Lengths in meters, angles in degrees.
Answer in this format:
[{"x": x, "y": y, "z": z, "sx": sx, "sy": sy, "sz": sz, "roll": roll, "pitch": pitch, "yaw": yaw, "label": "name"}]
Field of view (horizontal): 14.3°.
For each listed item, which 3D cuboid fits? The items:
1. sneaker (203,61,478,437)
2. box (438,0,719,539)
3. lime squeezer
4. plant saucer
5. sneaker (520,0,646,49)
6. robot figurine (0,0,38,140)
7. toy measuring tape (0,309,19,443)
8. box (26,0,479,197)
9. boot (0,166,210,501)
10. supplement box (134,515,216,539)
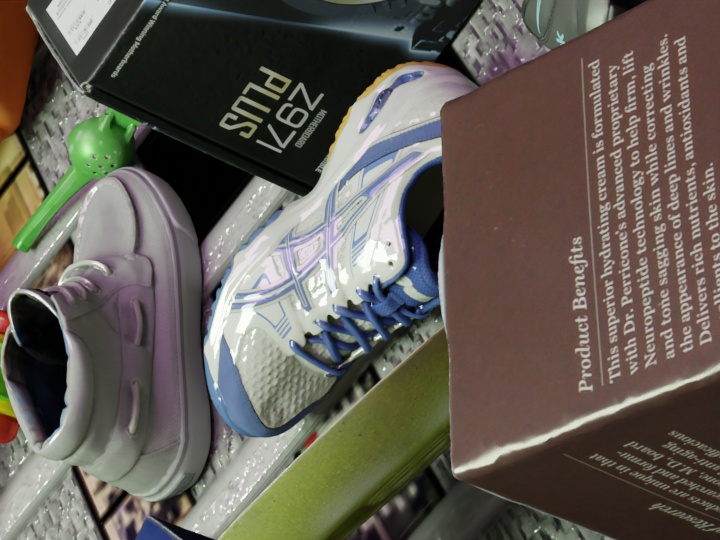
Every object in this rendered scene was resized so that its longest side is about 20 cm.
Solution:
[{"x": 0.000, "y": 0.000, "z": 1.328, "sx": 0.200, "sy": 0.075, "sz": 0.088, "roll": -59, "pitch": 40, "yaw": 10, "label": "sneaker"}, {"x": 0.156, "y": -0.002, "z": 1.082, "sx": 0.200, "sy": 0.164, "sz": 0.166, "roll": -25, "pitch": 55, "yaw": 40, "label": "box"}, {"x": -0.131, "y": -0.091, "z": 1.562, "sx": 0.200, "sy": 0.038, "sz": 0.071, "roll": -64, "pitch": 8, "yaw": 5, "label": "lime squeezer"}, {"x": 0.016, "y": 0.069, "z": 1.192, "sx": 0.031, "sy": 0.200, "sz": 0.200, "roll": 48, "pitch": 115, "yaw": 7, "label": "plant saucer"}, {"x": 0.124, "y": -0.187, "z": 1.279, "sx": 0.079, "sy": 0.075, "sz": 0.200, "roll": 16, "pitch": 84, "yaw": 53, "label": "sneaker"}, {"x": -0.241, "y": -0.148, "z": 1.640, "sx": 0.116, "sy": 0.144, "sz": 0.201, "roll": 2, "pitch": 73, "yaw": 25, "label": "robot figurine"}, {"x": -0.219, "y": 0.053, "z": 1.553, "sx": 0.200, "sy": 0.073, "sz": 0.074, "roll": 7, "pitch": 77, "yaw": 48, "label": "toy measuring tape"}, {"x": -0.033, "y": -0.154, "z": 1.371, "sx": 0.200, "sy": 0.164, "sz": 0.086, "roll": -53, "pitch": 41, "yaw": 15, "label": "box"}, {"x": -0.135, "y": 0.018, "z": 1.454, "sx": 0.074, "sy": 0.095, "sz": 0.200, "roll": -39, "pitch": 47, "yaw": 30, "label": "boot"}, {"x": -0.072, "y": 0.230, "z": 1.271, "sx": 0.109, "sy": 0.109, "sz": 0.200, "roll": 30, "pitch": 96, "yaw": 51, "label": "supplement box"}]
